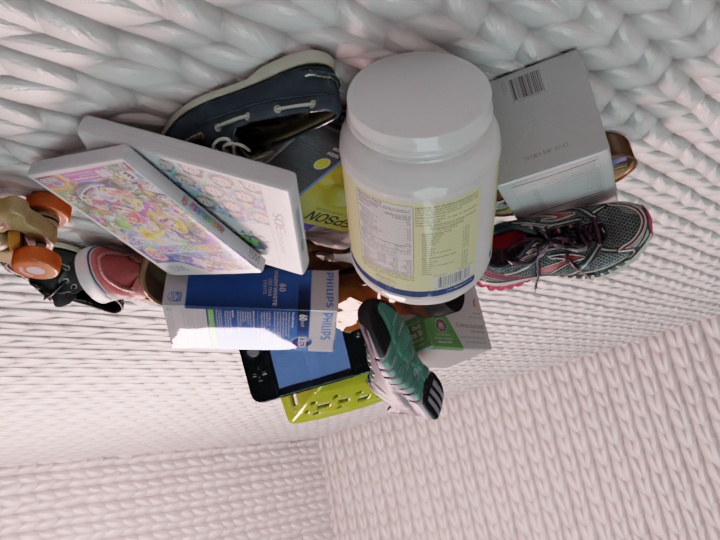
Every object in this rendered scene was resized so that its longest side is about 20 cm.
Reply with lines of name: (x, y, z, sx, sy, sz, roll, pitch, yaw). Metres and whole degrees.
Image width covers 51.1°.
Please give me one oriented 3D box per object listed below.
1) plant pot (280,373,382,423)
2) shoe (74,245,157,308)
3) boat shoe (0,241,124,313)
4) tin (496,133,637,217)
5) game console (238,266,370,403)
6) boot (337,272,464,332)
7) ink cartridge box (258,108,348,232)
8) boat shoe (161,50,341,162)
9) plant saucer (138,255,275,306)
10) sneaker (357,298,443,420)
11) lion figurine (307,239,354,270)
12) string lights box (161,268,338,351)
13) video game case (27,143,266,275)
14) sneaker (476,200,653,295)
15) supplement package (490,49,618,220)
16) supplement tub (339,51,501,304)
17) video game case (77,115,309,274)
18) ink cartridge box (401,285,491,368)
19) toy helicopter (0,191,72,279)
plant pot: (-0.037, 0.124, 1.263, 0.199, 0.200, 0.182, -11, 160, -23)
shoe: (-0.274, 0.002, 0.959, 0.090, 0.072, 0.200, -16, 167, 8)
boat shoe: (-0.364, 0.016, 0.938, 0.074, 0.067, 0.199, -15, 162, 15)
tin: (0.249, -0.120, 0.964, 0.199, 0.042, 0.112, -17, 158, 18)
game console: (-0.077, 0.095, 1.074, 0.198, 0.174, 0.119, -15, -174, -8)
boot: (0.000, 0.000, 0.918, 0.199, 0.069, 0.188, -12, 140, 41)
ink cartridge box: (-0.053, -0.091, 0.806, 0.200, 0.047, 0.197, -37, 153, 31)
boat shoe: (-0.101, -0.126, 0.676, 0.199, 0.062, 0.075, -19, 162, 23)
plant saucer: (-0.173, -0.023, 0.915, 0.199, 0.030, 0.201, -22, 151, -13)
sneaker: (0.027, 0.119, 0.931, 0.087, 0.075, 0.201, -9, 128, 32)
lion figurine: (-0.105, -0.004, 1.068, 0.200, 0.073, 0.122, -37, 139, 25)
string lights box: (-0.127, 0.048, 0.899, 0.198, 0.059, 0.103, 2, 146, -6)
video game case: (-0.206, -0.051, 0.743, 0.142, 0.018, 0.200, -2, 150, 35)
sneaker: (0.205, -0.025, 0.790, 0.199, 0.081, 0.075, -16, 160, 15)
supplement package: (0.202, -0.123, 0.801, 0.113, 0.110, 0.200, -17, 162, 17)
supplement tub: (0.055, -0.082, 0.697, 0.144, 0.146, 0.201, -10, 138, -4)
video game case: (-0.151, -0.066, 0.725, 0.199, 0.024, 0.182, 16, 158, 7)
ink cartridge box: (0.087, 0.026, 1.043, 0.087, 0.201, 0.145, -29, 155, 36)
toy helicopter: (-0.387, -0.057, 0.727, 0.131, 0.079, 0.200, -7, 154, 17)
